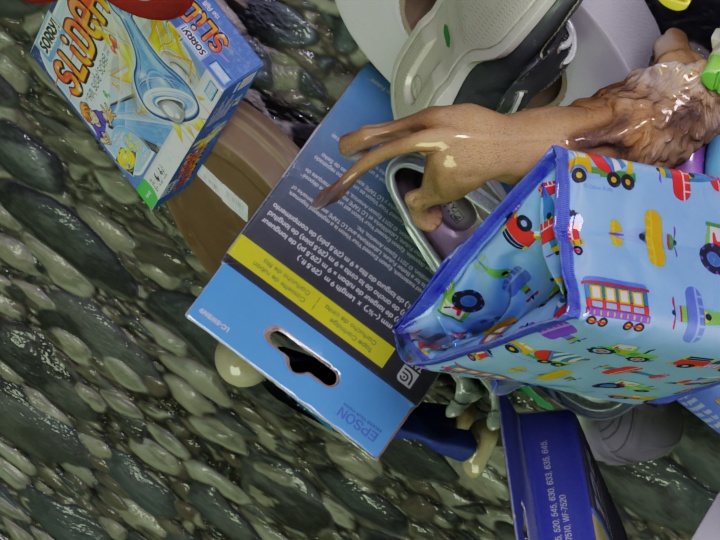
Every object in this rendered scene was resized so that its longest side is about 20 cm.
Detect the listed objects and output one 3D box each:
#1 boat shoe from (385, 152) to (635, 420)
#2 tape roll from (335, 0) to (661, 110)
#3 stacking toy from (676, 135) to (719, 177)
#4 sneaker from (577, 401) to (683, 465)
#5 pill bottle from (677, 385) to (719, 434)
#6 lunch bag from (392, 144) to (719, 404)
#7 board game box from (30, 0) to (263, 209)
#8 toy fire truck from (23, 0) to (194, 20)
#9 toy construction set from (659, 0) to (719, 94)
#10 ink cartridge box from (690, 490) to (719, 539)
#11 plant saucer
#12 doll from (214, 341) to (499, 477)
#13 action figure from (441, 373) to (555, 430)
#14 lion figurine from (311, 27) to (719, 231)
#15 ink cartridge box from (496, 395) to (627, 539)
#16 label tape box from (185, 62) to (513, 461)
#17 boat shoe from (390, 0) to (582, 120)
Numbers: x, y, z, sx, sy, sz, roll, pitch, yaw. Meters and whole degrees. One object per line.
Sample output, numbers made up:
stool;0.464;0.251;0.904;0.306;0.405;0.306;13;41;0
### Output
boat shoe;0.087;0.008;1.663;0.074;0.065;0.202;-37;94;18
tape roll;0.075;-0.134;1.593;0.202;0.037;0.203;28;154;15
stacking toy;0.243;-0.053;1.493;0.200;0.085;0.085;5;142;36
sneaker;0.169;0.057;1.766;0.099;0.078;0.200;-12;147;23
pill bottle;0.212;0.030;1.617;0.200;0.112;0.112;37;155;-5
lunch bag;0.120;0.027;1.490;0.150;0.094;0.200;8;154;-25
board game box;-0.137;-0.133;1.816;0.135;0.034;0.200;52;155;7
toy fire truck;-0.157;-0.235;1.586;0.200;0.112;0.168;10;150;28
toy construction set;0.239;-0.109;1.385;0.200;0.092;0.131;33;157;32
ink cartridge box;0.281;0.192;1.708;0.144;0.200;0.147;18;150;29
plant saucer;-0.069;-0.030;1.904;0.200;0.029;0.200;40;152;26
doll;-0.011;0.085;1.961;0.200;0.049;0.136;19;-170;-25
action figure;0.041;0.018;1.883;0.118;0.055;0.200;11;141;48
lion figurine;0.084;-0.063;1.457;0.122;0.200;0.073;-25;81;64
ink cartridge box;0.132;0.187;1.682;0.047;0.198;0.200;-13;143;9
label tape box;0.000;0.000;1.723;0.144;0.200;0.063;37;158;-3
boat shoe;0.080;-0.127;1.505;0.067;0.072;0.200;3;155;-21
